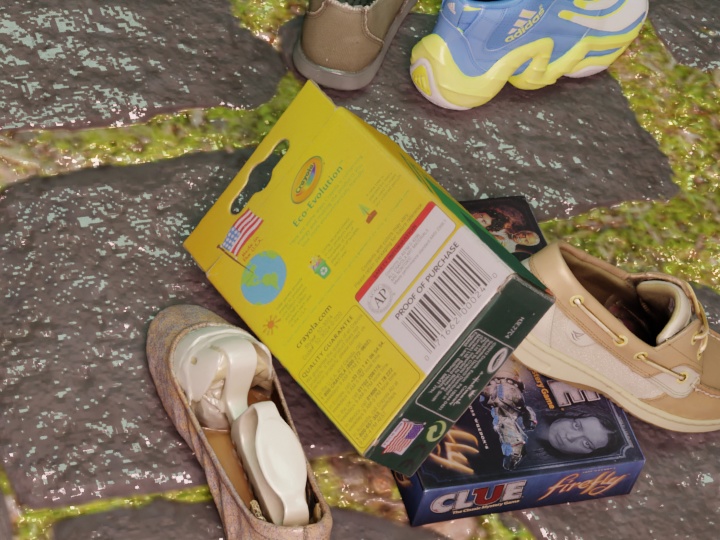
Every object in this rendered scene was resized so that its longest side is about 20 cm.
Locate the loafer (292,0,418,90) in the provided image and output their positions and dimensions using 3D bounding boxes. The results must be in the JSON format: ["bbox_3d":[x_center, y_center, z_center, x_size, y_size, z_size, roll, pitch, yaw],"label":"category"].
[{"bbox_3d":[0.010,-0.202,1.432,0.075,0.070,0.201,16,47,-1],"label":"loafer"}]

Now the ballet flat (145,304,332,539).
[{"bbox_3d":[-0.060,0.079,1.164,0.068,0.067,0.201,-13,53,-23],"label":"ballet flat"}]

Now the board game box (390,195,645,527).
[{"bbox_3d":[0.063,0.046,1.249,0.135,0.035,0.201,-6,51,-20],"label":"board game box"}]

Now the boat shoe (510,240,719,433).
[{"bbox_3d":[0.159,0.036,1.220,0.199,0.066,0.074,17,39,-37],"label":"boat shoe"}]

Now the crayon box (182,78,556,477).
[{"bbox_3d":[0.000,0.000,1.197,0.051,0.127,0.200,28,15,-50],"label":"crayon box"}]

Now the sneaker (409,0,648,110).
[{"bbox_3d":[0.123,-0.174,1.414,0.199,0.105,0.076,-29,62,-34],"label":"sneaker"}]
